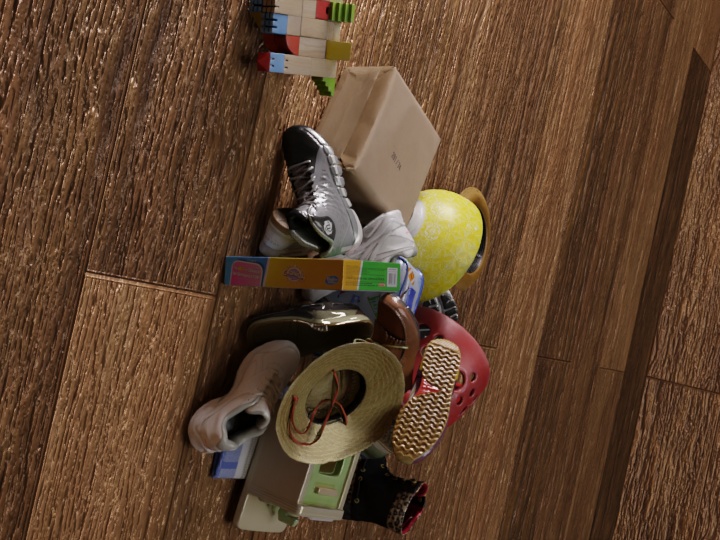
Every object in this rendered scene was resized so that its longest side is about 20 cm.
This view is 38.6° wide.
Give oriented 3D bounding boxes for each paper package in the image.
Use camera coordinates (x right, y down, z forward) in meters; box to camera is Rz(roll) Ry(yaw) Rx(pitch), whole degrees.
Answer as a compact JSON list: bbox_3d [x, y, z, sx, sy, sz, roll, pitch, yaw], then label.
[{"bbox_3d":[0.022,-0.188,1.605,0.200,0.102,0.192,47,60,-52],"label":"paper package"}]

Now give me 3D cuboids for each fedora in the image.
[{"bbox_3d":[0.174,-0.061,1.906,0.200,0.081,0.203,-27,122,-56],"label":"fedora"}]

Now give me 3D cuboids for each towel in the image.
[{"bbox_3d":[-0.144,0.241,1.554,0.199,0.024,0.149,14,90,-57],"label":"towel"}]

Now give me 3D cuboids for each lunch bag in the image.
[{"bbox_3d":[0.011,0.071,1.616,0.075,0.159,0.202,38,67,-55],"label":"lunch bag"}]

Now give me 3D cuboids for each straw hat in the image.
[{"bbox_3d":[-0.044,0.167,1.443,0.199,0.085,0.204,-13,120,-24],"label":"straw hat"}]

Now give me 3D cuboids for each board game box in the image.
[{"bbox_3d":[-0.066,0.005,1.430,0.152,0.198,0.041,3,89,-59],"label":"board game box"}]

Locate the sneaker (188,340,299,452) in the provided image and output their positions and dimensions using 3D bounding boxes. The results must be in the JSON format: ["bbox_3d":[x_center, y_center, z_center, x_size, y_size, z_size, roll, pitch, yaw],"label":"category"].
[{"bbox_3d":[-0.140,0.180,1.420,0.200,0.099,0.078,-50,121,-25],"label":"sneaker"}]

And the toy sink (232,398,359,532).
[{"bbox_3d":[-0.086,0.310,1.544,0.130,0.111,0.202,27,80,-55],"label":"toy sink"}]

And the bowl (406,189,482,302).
[{"bbox_3d":[0.092,-0.059,1.698,0.107,0.199,0.202,35,69,-36],"label":"bowl"}]

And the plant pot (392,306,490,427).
[{"bbox_3d":[0.094,0.192,1.767,0.183,0.199,0.202,-45,136,-28],"label":"plant pot"}]

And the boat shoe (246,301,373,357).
[{"bbox_3d":[-0.080,0.084,1.528,0.198,0.065,0.074,2,124,-26],"label":"boat shoe"}]

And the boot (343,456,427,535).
[{"bbox_3d":[0.049,0.357,1.779,0.201,0.149,0.074,-56,142,-32],"label":"boot"}]

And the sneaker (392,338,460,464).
[{"bbox_3d":[0.099,0.203,1.503,0.091,0.074,0.201,91,21,-57],"label":"sneaker"}]

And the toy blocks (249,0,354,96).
[{"bbox_3d":[-0.091,-0.344,1.396,0.136,0.099,0.203,-5,105,-46],"label":"toy blocks"}]

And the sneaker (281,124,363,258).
[{"bbox_3d":[-0.073,-0.108,1.434,0.115,0.075,0.202,-23,85,-56],"label":"sneaker"}]

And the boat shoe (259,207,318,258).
[{"bbox_3d":[-0.080,-0.053,1.526,0.065,0.072,0.199,-56,159,22],"label":"boat shoe"}]

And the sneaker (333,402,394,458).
[{"bbox_3d":[-0.028,0.242,1.694,0.200,0.089,0.067,48,40,-19],"label":"sneaker"}]

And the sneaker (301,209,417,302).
[{"bbox_3d":[0.000,0.000,1.562,0.100,0.199,0.078,56,15,7],"label":"sneaker"}]

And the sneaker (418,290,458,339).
[{"bbox_3d":[0.126,0.042,1.862,0.077,0.090,0.203,-8,108,-12],"label":"sneaker"}]

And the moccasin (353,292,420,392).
[{"bbox_3d":[0.037,0.114,1.480,0.077,0.074,0.203,-31,149,-28],"label":"moccasin"}]
